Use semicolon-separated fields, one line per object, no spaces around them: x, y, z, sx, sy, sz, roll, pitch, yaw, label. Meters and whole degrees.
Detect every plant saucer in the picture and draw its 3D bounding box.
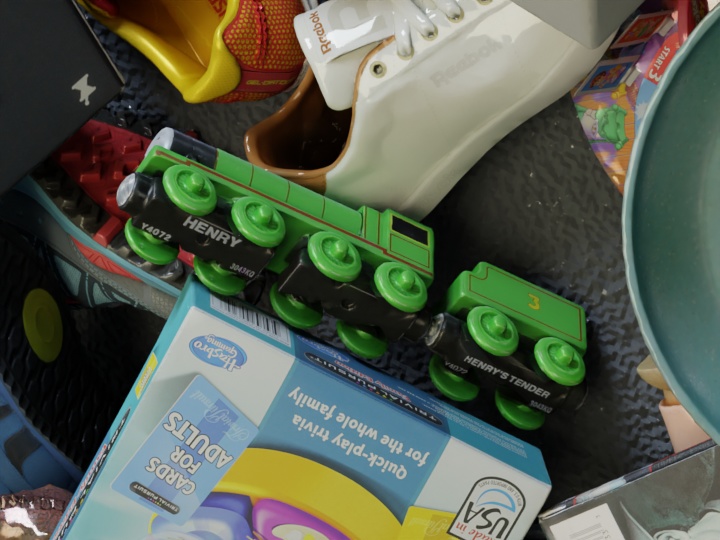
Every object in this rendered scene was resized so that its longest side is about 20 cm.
0.186;-0.017;0.968;0.199;0.036;0.201;2;101;8;plant saucer

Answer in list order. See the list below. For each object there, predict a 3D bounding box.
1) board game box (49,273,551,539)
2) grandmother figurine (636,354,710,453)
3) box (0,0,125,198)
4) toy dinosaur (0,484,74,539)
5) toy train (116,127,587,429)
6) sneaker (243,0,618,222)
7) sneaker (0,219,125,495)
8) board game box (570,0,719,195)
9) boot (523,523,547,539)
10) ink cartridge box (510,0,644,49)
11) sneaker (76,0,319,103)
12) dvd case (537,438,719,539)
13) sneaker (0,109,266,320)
-0.043;0.125;1.110;0.151;0.047;0.200;27;102;-10;board game box
0.166;0.122;1.100;0.121;0.060;0.200;-4;105;57;grandmother figurine
-0.235;-0.081;1.142;0.198;0.200;0.123;32;160;45;box
-0.103;0.126;1.168;0.200;0.086;0.135;28;136;-26;toy dinosaur
0.000;0.000;1.107;0.200;0.056;0.042;25;129;-19;toy train
0.030;-0.090;1.094;0.200;0.085;0.073;-50;42;29;sneaker
-0.144;0.053;1.198;0.078;0.066;0.200;-6;139;23;sneaker
0.157;-0.081;1.059;0.158;0.039;0.200;42;119;14;board game box
0.041;0.200;1.103;0.066;0.200;0.165;0;103;29;boot
0.086;-0.192;0.956;0.083;0.145;0.200;34;156;26;ink cartridge box
-0.097;-0.141;1.164;0.200;0.077;0.073;42;119;27;sneaker
0.176;0.114;1.048;0.200;0.022;0.146;-27;90;28;dvd case
-0.122;-0.020;1.228;0.200;0.079;0.096;28;135;23;sneaker
